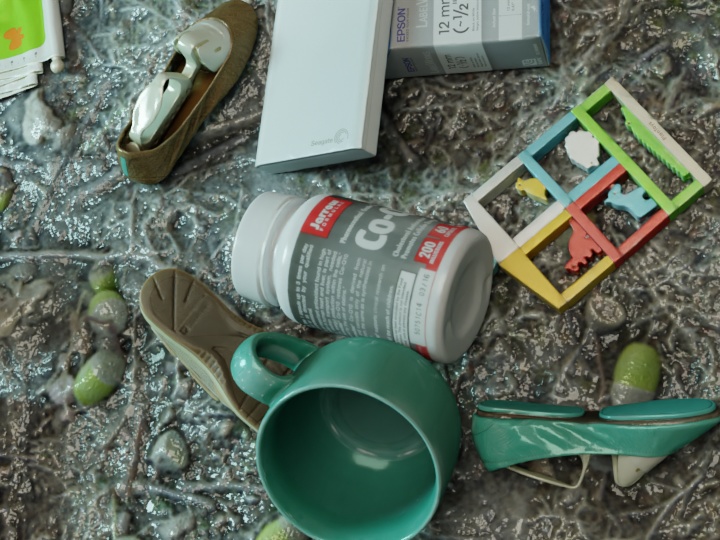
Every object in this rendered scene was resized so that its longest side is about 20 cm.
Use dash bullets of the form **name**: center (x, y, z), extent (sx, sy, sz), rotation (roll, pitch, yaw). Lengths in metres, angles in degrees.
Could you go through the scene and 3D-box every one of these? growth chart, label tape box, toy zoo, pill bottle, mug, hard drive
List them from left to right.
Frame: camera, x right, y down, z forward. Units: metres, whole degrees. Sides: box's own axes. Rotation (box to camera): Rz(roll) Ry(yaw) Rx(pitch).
- **growth chart**: center (-0.378, -0.217, 1.555), extent (0.200, 0.018, 0.145), rotation (-23, 68, 6)
- **hard drive**: center (-0.030, -0.192, 1.418), extent (0.132, 0.027, 0.201), rotation (-6, 72, 42)
- **mug**: center (-0.001, 0.116, 1.270), extent (0.152, 0.114, 0.185), rotation (-11, 111, 22)
- **pill bottle**: center (0.000, 0.000, 1.331), extent (0.200, 0.114, 0.114), rotation (15, 77, 23)
- **label tape box**: center (0.068, -0.252, 1.423), extent (0.199, 0.066, 0.144), rotation (-2, 72, 13)
- **toy zoo**: center (0.181, -0.055, 1.355), extent (0.200, 0.020, 0.131), rotation (-41, 68, 0)

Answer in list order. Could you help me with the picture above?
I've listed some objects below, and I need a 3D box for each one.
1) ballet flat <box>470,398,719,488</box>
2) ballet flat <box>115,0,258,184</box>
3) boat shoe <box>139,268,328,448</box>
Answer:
- **ballet flat**: center (0.189, 0.139, 1.277), extent (0.199, 0.067, 0.071), rotation (-2, 97, 14)
- **ballet flat**: center (-0.162, -0.172, 1.454), extent (0.068, 0.072, 0.200), rotation (31, 83, 22)
- **boat shoe**: center (-0.109, 0.080, 1.368), extent (0.200, 0.065, 0.072), rotation (41, 73, 4)
